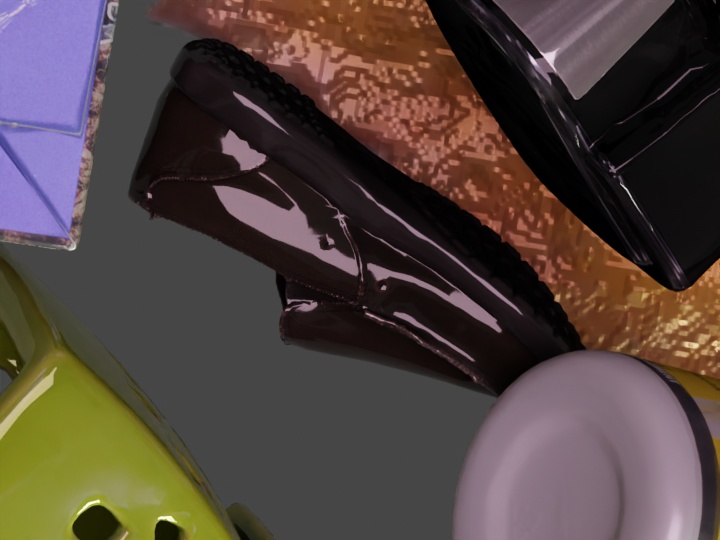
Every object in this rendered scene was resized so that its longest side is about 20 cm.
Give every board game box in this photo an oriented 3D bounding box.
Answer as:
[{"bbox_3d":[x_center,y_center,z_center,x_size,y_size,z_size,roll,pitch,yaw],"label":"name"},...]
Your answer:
[{"bbox_3d":[-0.166,-0.080,0.935,0.158,0.200,0.098,9,98,-11],"label":"board game box"}]

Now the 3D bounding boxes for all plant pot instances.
[{"bbox_3d":[-0.119,0.127,0.985,0.181,0.199,0.200,42,89,-20],"label":"plant pot"}]

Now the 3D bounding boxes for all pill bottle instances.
[{"bbox_3d":[0.136,0.098,1.039,0.199,0.112,0.113,15,97,-40],"label":"pill bottle"}]

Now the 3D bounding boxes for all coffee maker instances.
[{"bbox_3d":[0.147,-0.091,1.026,0.200,0.135,0.192,-41,104,-2],"label":"coffee maker"}]

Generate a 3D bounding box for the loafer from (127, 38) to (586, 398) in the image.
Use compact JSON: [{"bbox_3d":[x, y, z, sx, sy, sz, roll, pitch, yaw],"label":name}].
[{"bbox_3d":[0.000,0.000,1.052,0.200,0.073,0.071,38,102,-11],"label":"loafer"}]
